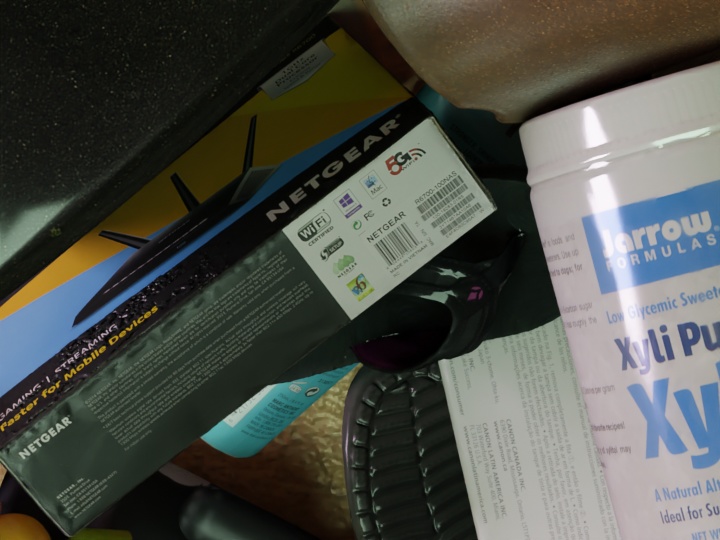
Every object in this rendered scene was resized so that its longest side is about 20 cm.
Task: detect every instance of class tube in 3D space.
[{"bbox_3d":[0.000,0.000,1.139,0.077,0.050,0.200,37,118,-19],"label":"tube"}]

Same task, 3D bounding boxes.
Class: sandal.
[{"bbox_3d":[0.011,0.015,1.069,0.200,0.048,0.075,-20,123,34],"label":"sandal"}]

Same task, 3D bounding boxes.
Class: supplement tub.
[{"bbox_3d":[0.141,0.028,0.962,0.132,0.132,0.200,-16,90,20],"label":"supplement tub"}]

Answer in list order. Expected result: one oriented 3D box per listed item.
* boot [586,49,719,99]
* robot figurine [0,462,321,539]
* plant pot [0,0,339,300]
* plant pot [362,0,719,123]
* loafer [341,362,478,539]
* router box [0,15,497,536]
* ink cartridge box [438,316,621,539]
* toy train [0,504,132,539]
[{"bbox_3d":[0.184,-0.068,1.048,0.200,0.070,0.132,-33,108,23],"label":"boot"},{"bbox_3d":[-0.081,0.157,1.209,0.200,0.150,0.125,28,84,-10],"label":"robot figurine"},{"bbox_3d":[-0.109,-0.121,0.970,0.177,0.200,0.200,-29,98,10],"label":"plant pot"},{"bbox_3d":[0.102,-0.154,0.933,0.198,0.200,0.200,-25,117,32],"label":"plant pot"},{"bbox_3d":[0.032,0.126,1.198,0.073,0.071,0.200,-16,103,-10],"label":"loafer"},{"bbox_3d":[-0.060,-0.002,1.038,0.200,0.149,0.051,-38,115,-1],"label":"router box"},{"bbox_3d":[0.134,0.068,1.075,0.200,0.050,0.161,-11,92,29],"label":"ink cartridge box"},{"bbox_3d":[-0.139,0.107,1.046,0.116,0.085,0.200,15,157,-11],"label":"toy train"}]
